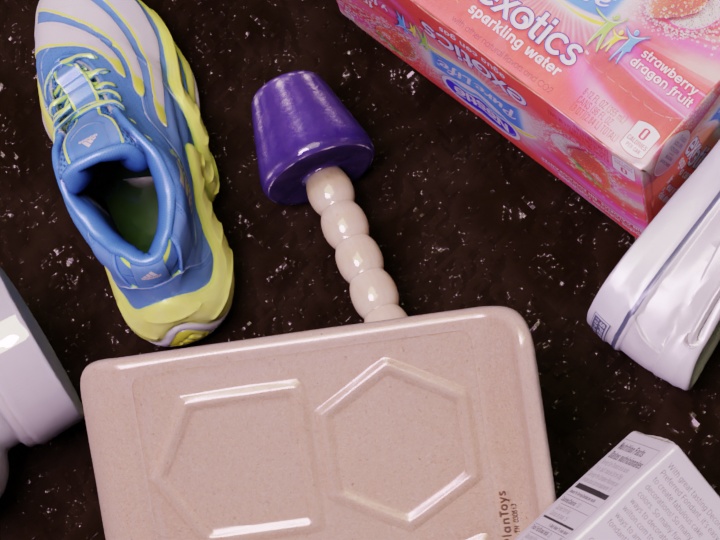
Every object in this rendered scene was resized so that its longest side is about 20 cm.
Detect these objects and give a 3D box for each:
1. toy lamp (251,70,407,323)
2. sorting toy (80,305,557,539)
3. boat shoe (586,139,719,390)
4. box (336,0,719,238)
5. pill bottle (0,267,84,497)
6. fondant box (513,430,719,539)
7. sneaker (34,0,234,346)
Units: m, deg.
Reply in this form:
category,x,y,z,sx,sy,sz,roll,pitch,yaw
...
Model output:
category,x,y,z,sx,sy,sz,roll,pitch,yaw
toy lamp,0.000,0.000,1.249,0.058,0.058,0.201,-22,67,0
sorting toy,-0.012,0.116,1.185,0.199,0.036,0.186,-7,99,9
boat shoe,0.187,-0.033,1.231,0.065,0.074,0.200,39,90,15
box,0.087,-0.120,1.259,0.200,0.095,0.103,38,79,20
pill bottle,-0.229,0.081,1.226,0.200,0.112,0.112,-30,68,-4
fondant box,0.094,0.187,1.130,0.200,0.058,0.144,-42,100,-7
sneaker,-0.110,-0.068,1.266,0.076,0.105,0.201,-23,68,0
